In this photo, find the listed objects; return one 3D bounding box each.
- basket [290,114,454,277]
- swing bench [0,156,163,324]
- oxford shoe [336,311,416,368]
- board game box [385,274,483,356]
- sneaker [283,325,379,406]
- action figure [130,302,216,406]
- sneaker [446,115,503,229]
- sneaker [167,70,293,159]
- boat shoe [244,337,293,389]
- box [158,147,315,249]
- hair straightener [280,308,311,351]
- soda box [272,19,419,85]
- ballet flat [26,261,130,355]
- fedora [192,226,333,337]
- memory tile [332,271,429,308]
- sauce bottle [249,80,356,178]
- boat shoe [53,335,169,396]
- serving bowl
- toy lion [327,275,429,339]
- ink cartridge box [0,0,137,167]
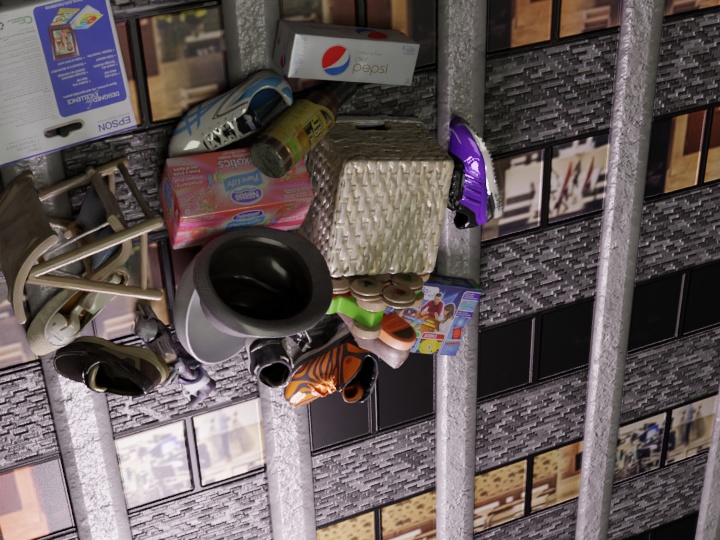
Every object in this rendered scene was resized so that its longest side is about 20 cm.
[{"bbox_3d":[0.018,-0.113,1.738,0.196,0.161,0.202,-3,118,-25],"label":"basket"},{"bbox_3d":[-0.382,-0.045,1.547,0.198,0.199,0.131,-8,122,-23],"label":"swing bench"},{"bbox_3d":[-0.005,0.079,1.828,0.071,0.199,0.073,-24,144,-46],"label":"oxford shoe"},{"bbox_3d":[0.098,0.072,1.966,0.198,0.034,0.137,8,114,-31],"label":"board game box"},{"bbox_3d":[-0.048,0.179,1.887,0.077,0.113,0.200,28,120,-34],"label":"sneaker"},{"bbox_3d":[-0.285,0.126,1.748,0.069,0.131,0.200,-28,143,10],"label":"action figure"},{"bbox_3d":[0.159,-0.144,1.848,0.099,0.070,0.201,-27,126,-7],"label":"sneaker"},{"bbox_3d":[-0.184,-0.209,1.632,0.199,0.073,0.072,-35,129,-3],"label":"sneaker"},{"bbox_3d":[-0.137,0.154,1.831,0.073,0.061,0.201,-19,155,-9],"label":"boat shoe"},{"bbox_3d":[-0.177,-0.108,1.656,0.198,0.096,0.103,-10,158,-22],"label":"box"},{"bbox_3d":[-0.097,0.084,1.770,0.077,0.200,0.041,44,71,-4],"label":"hair straightener"},{"bbox_3d":[-0.020,-0.309,1.657,0.198,0.068,0.064,0,118,-27],"label":"soda box"},{"bbox_3d":[-0.408,0.055,1.679,0.200,0.062,0.067,-47,128,6],"label":"ballet flat"},{"bbox_3d":[-0.146,0.031,1.635,0.198,0.178,0.090,-7,152,-30],"label":"fedora"},{"bbox_3d":[0.000,0.000,1.755,0.198,0.153,0.017,12,117,13],"label":"memory tile"},{"bbox_3d":[-0.075,-0.211,1.644,0.200,0.064,0.065,-50,135,-32],"label":"sauce bottle"},{"bbox_3d":[-0.371,0.142,1.678,0.065,0.198,0.074,-50,132,-49],"label":"boat shoe"},{"bbox_3d":[-0.213,0.035,1.739,0.200,0.065,0.202,-39,141,-41],"label":"serving bowl"},{"bbox_3d":[-0.018,0.016,1.796,0.199,0.190,0.069,-31,141,-49],"label":"toy lion"},{"bbox_3d":[-0.406,-0.256,1.509,0.196,0.047,0.202,-19,127,-18],"label":"ink cartridge box"}]
